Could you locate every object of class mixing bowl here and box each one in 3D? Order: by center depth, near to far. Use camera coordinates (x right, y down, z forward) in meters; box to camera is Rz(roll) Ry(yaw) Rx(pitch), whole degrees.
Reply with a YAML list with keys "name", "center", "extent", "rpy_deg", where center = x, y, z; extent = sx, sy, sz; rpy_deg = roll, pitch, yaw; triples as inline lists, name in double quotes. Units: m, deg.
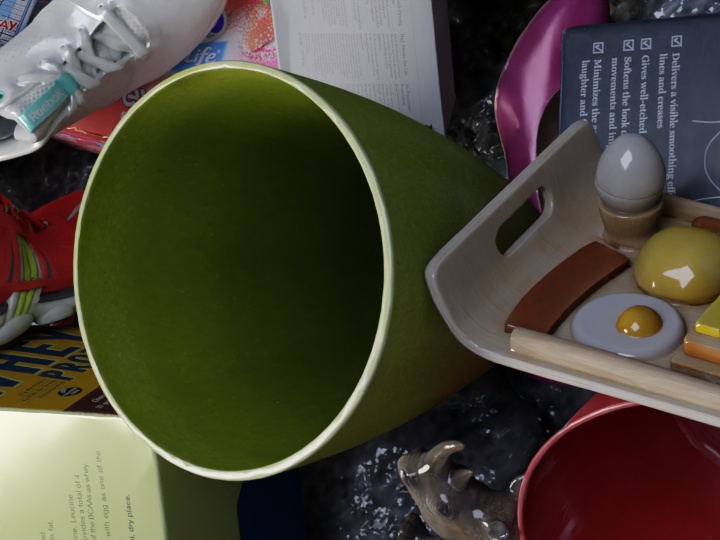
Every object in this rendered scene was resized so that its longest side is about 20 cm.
- name: "mixing bowl"
  center: [0.181, 0.096, 1.273]
  extent: [0.200, 0.200, 0.108]
  rpy_deg: [-3, 40, 27]

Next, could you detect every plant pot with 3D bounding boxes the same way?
- name: "plant pot"
  center: [0.000, 0.000, 1.319]
  extent: [0.187, 0.200, 0.188]
  rpy_deg: [0, 90, 38]

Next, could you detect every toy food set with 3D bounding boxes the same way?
- name: "toy food set"
  center: [0.149, -0.005, 1.207]
  extent: [0.200, 0.143, 0.061]
  rpy_deg: [15, 129, 30]

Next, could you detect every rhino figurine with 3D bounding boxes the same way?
- name: "rhino figurine"
  center: [0.052, 0.148, 1.339]
  extent: [0.087, 0.200, 0.060]
  rpy_deg: [18, 48, 22]

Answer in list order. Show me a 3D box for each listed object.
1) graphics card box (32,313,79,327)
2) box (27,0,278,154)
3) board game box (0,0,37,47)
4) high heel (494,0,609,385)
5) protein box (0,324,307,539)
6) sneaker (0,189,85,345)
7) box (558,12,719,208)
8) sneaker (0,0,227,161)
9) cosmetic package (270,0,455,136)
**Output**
- name: "graphics card box"
  center: [-0.193, 0.049, 1.551]
  extent: [0.200, 0.051, 0.126]
  rpy_deg: [2, 80, 29]
- name: "box"
  center: [-0.086, -0.105, 1.503]
  extent: [0.200, 0.095, 0.103]
  rpy_deg: [12, 85, 29]
- name: "board game box"
  center: [-0.241, -0.119, 1.541]
  extent: [0.200, 0.062, 0.200]
  rpy_deg: [-57, 25, 30]
- name: "high heel"
  center: [0.108, -0.045, 1.399]
  extent: [0.096, 0.067, 0.200]
  rpy_deg: [25, 96, 39]
- name: "protein box"
  center: [-0.145, 0.140, 1.418]
  extent: [0.200, 0.135, 0.199]
  rpy_deg: [2, 107, 27]
- name: "sneaker"
  center: [-0.186, -0.012, 1.438]
  extent: [0.077, 0.200, 0.085]
  rpy_deg: [6, 113, 31]
- name: "box"
  center: [0.203, -0.041, 1.331]
  extent: [0.200, 0.107, 0.149]
  rpy_deg: [-2, 78, 28]
- name: "sneaker"
  center: [-0.151, -0.099, 1.416]
  extent: [0.200, 0.089, 0.075]
  rpy_deg: [-32, 111, 16]
- name: "cosmetic package"
  center: [-0.003, -0.162, 1.341]
  extent: [0.082, 0.051, 0.200]
  rpy_deg: [1, 121, 12]
